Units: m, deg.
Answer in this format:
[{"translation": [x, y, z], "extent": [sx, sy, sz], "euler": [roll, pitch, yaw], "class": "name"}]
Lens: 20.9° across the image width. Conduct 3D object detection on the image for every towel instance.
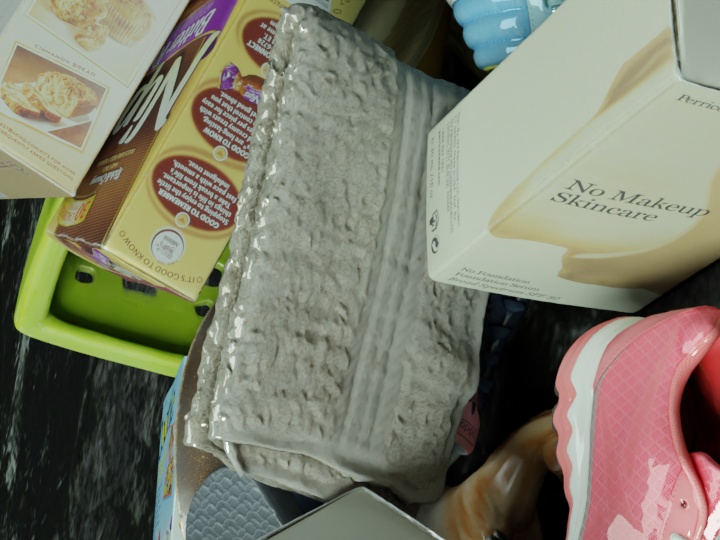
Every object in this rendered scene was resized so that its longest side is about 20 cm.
[{"translation": [0.000, 0.000, 0.813], "extent": [0.034, 0.132, 0.200], "euler": [-6, 68, 46], "class": "towel"}]

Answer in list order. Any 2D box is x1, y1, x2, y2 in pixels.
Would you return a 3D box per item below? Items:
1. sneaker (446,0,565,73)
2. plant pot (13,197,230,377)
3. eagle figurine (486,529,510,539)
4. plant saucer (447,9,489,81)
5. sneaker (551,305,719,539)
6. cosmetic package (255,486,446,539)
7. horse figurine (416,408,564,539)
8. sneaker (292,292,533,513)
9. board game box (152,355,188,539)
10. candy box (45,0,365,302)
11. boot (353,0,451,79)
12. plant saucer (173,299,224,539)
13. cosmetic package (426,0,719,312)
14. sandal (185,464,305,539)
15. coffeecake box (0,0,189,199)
[{"translation": [0.113, -0.154, 0.851], "extent": [0.200, 0.079, 0.131], "euler": [-31, 74, 42], "class": "sneaker"}, {"translation": [-0.075, -0.065, 1.121], "extent": [0.199, 0.200, 0.182], "euler": [121, 157, -43], "class": "plant pot"}, {"translation": [0.071, 0.200, 0.615], "extent": [0.200, 0.152, 0.151], "euler": [36, 106, 21], "class": "eagle figurine"}, {"translation": [0.073, -0.196, 0.995], "extent": [0.200, 0.048, 0.200], "euler": [-123, 48, -61], "class": "plant saucer"}, {"translation": [0.112, 0.105, 0.711], "extent": [0.087, 0.074, 0.200], "euler": [-31, 53, 58], "class": "sneaker"}, {"translation": [0.012, 0.201, 0.783], "extent": [0.103, 0.073, 0.200], "euler": [30, 135, 45], "class": "cosmetic package"}, {"translation": [0.046, 0.141, 0.901], "extent": [0.200, 0.050, 0.133], "euler": [151, 120, -62], "class": "horse figurine"}, {"translation": [0.044, 0.042, 0.888], "extent": [0.200, 0.070, 0.082], "euler": [-56, 35, 5], "class": "sneaker"}, {"translation": [-0.061, 0.161, 1.076], "extent": [0.105, 0.103, 0.200], "euler": [124, 151, -68], "class": "board game box"}, {"translation": [-0.067, -0.087, 0.925], "extent": [0.200, 0.056, 0.117], "euler": [-62, 22, -7], "class": "candy box"}, {"translation": [0.019, -0.039, 0.963], "extent": [0.071, 0.144, 0.201], "euler": [7, 64, 38], "class": "boot"}, {"translation": [-0.026, 0.100, 0.973], "extent": [0.032, 0.200, 0.200], "euler": [-6, 69, 27], "class": "plant saucer"}, {"translation": [0.111, -0.053, 0.747], "extent": [0.200, 0.105, 0.071], "euler": [137, 138, -60], "class": "cosmetic package"}, {"translation": [-0.017, 0.169, 0.884], "extent": [0.076, 0.043, 0.200], "euler": [-14, 109, 41], "class": "sandal"}, {"translation": [-0.146, -0.138, 0.979], "extent": [0.200, 0.073, 0.153], "euler": [-61, 24, -13], "class": "coffeecake box"}]
